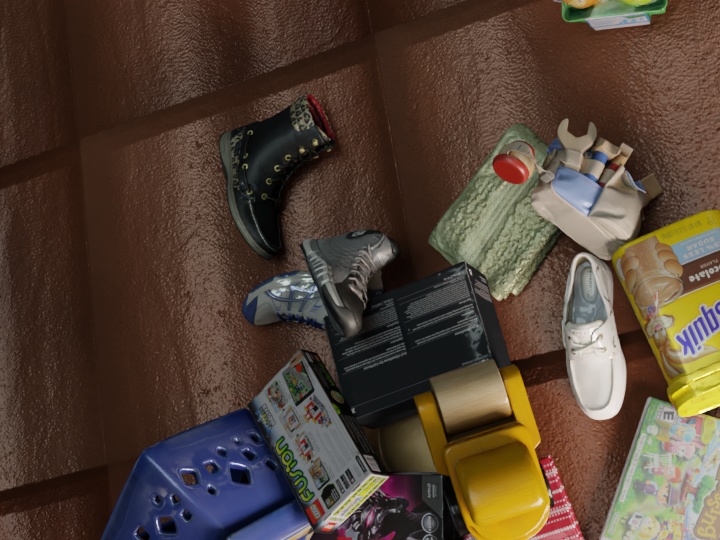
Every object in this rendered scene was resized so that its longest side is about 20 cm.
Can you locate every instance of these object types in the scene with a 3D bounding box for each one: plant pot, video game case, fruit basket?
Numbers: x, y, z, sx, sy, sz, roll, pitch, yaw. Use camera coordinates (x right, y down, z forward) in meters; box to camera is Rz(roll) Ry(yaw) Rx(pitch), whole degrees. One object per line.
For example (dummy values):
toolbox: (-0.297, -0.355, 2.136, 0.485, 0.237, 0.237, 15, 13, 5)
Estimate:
plant pot: (0.096, 0.199, 1.679, 0.200, 0.027, 0.200, -7, 73, 23)
video game case: (0.380, 0.265, 1.530, 0.182, 0.022, 0.200, 18, 84, 28)
fruit basket: (0.295, -0.352, 1.636, 0.185, 0.200, 0.094, -2, 90, 24)
plant pot: (-0.176, 0.316, 1.655, 0.180, 0.200, 0.200, 41, 121, 22)

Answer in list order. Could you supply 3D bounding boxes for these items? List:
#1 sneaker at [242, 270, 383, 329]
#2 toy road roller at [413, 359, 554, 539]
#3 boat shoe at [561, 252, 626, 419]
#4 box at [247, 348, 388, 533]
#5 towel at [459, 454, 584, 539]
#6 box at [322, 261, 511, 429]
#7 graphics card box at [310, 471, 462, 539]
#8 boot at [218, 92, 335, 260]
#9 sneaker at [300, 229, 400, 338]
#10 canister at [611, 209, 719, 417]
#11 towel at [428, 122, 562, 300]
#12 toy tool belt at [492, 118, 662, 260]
sneaker: (-0.064, 0.045, 1.768, 0.200, 0.075, 0.088, -21, 69, 20)
toy road roller: (0.145, 0.207, 1.505, 0.123, 0.146, 0.200, -17, 89, -1)
boat shoe: (0.269, 0.076, 1.605, 0.071, 0.069, 0.200, -11, 73, 21)
box: (-0.055, 0.205, 1.637, 0.110, 0.035, 0.200, -47, 53, 20)
towel: (0.196, 0.334, 1.586, 0.145, 0.022, 0.200, -24, 74, 18)
box: (0.070, 0.095, 1.659, 0.200, 0.079, 0.141, -22, 66, 19)
graphics card box: (0.029, 0.307, 1.643, 0.200, 0.051, 0.126, -4, 83, 33)
boot: (-0.105, -0.131, 1.831, 0.154, 0.073, 0.204, -27, 63, 22)
sneaker: (0.000, 0.000, 1.657, 0.115, 0.075, 0.200, -21, 34, -4)
canister: (0.388, 0.046, 1.541, 0.148, 0.087, 0.200, -24, 66, 6)
towel: (0.189, -0.075, 1.703, 0.148, 0.036, 0.200, 38, 94, 27)
toy tool belt: (0.262, -0.114, 1.608, 0.200, 0.125, 0.123, 36, 66, -8)
